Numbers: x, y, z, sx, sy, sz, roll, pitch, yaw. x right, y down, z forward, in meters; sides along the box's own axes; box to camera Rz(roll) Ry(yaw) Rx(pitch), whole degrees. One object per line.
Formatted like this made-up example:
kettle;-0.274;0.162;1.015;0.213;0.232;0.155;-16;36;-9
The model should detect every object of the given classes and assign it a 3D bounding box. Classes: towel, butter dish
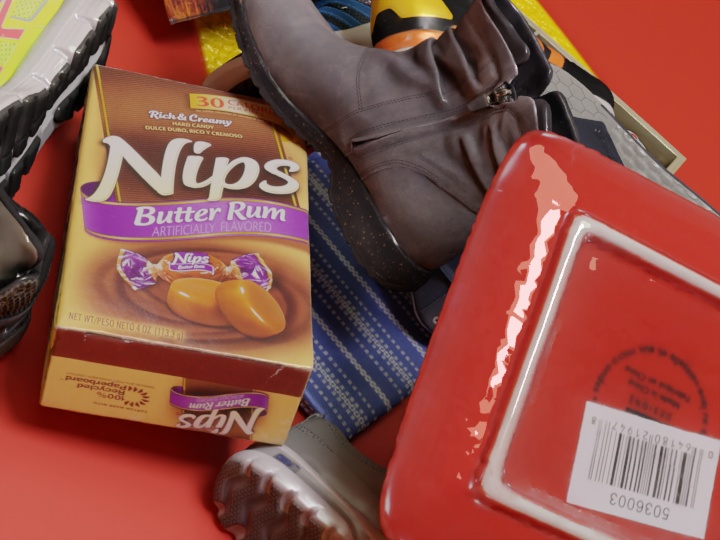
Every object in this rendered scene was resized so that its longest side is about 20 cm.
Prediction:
towel;0.000;0.000;0.925;0.145;0.024;0.200;49;44;8
butter dish;0.100;0.069;0.773;0.200;0.148;0.200;26;74;-16

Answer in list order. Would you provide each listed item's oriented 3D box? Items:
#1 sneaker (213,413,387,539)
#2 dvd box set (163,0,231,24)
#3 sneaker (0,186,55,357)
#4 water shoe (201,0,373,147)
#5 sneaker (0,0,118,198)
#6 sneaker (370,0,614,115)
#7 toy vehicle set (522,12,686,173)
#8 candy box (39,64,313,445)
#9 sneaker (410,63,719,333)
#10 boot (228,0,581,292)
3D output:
sneaker;0.029;0.139;0.778;0.200;0.075;0.082;44;43;6
dvd box set;-0.064;-0.253;0.938;0.146;0.200;0.029;-14;13;-1
sneaker;-0.202;0.022;0.691;0.076;0.114;0.199;45;44;9
water shoe;-0.023;-0.128;0.981;0.200;0.072;0.079;-23;49;-35
sneaker;-0.199;-0.086;0.825;0.090;0.078;0.200;26;38;2
sneaker;0.081;-0.131;0.959;0.200;0.070;0.090;9;71;-48
toy vehicle set;0.109;-0.106;1.086;0.200;0.027;0.124;42;42;4
candy box;-0.086;-0.013;0.813;0.116;0.057;0.200;10;39;-12
sneaker;0.115;0.009;0.878;0.202;0.146;0.077;47;34;5
boot;0.025;-0.102;0.838;0.070;0.132;0.200;-7;62;-57
